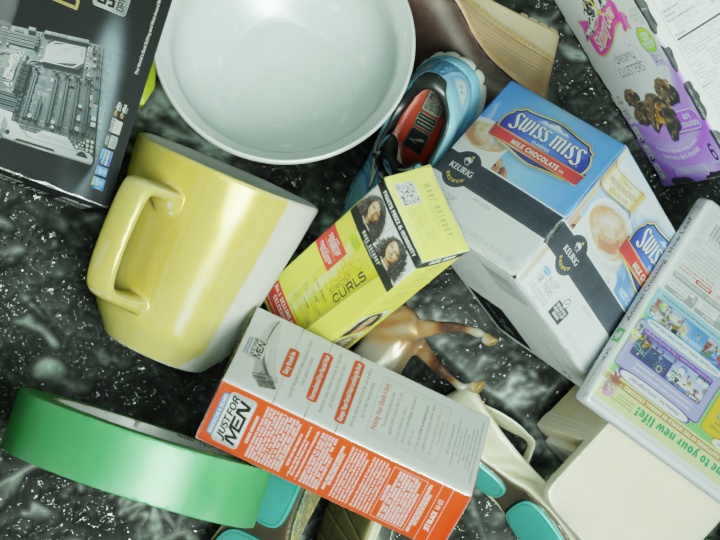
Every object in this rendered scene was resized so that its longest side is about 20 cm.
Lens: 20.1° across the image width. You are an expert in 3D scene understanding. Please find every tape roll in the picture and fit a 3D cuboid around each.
[{"bbox_3d":[-0.167,0.140,1.519,0.199,0.200,0.048,18,86,-9],"label":"tape roll"}]

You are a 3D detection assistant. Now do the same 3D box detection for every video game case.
[{"bbox_3d":[0.286,0.074,1.565,0.200,0.022,0.183,36,83,-22],"label":"video game case"}]

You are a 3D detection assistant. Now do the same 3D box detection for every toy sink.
[{"bbox_3d":[0.229,0.142,1.626,0.200,0.112,0.130,-47,106,-10],"label":"toy sink"}]

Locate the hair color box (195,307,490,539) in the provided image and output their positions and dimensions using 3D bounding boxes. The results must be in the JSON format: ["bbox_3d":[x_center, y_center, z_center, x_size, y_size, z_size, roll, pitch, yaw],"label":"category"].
[{"bbox_3d":[-0.011,0.117,1.509,0.199,0.111,0.064,27,120,-2],"label":"hair color box"}]

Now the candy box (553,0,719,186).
[{"bbox_3d":[0.244,-0.173,1.606,0.071,0.168,0.201,-32,95,-10],"label":"candy box"}]

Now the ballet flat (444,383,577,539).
[{"bbox_3d":[0.133,0.171,1.645,0.069,0.069,0.200,-44,96,-7],"label":"ballet flat"}]

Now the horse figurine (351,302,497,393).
[{"bbox_3d":[0.024,0.090,1.614,0.132,0.050,0.201,31,96,25],"label":"horse figurine"}]

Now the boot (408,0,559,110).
[{"bbox_3d":[0.046,-0.152,1.622,0.199,0.072,0.167,25,93,-1],"label":"boot"}]

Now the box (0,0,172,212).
[{"bbox_3d":[-0.231,-0.162,1.471,0.157,0.050,0.201,21,78,-23],"label":"box"}]

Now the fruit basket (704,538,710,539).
[{"bbox_3d":[0.322,0.327,1.661,0.185,0.094,0.200,-45,100,-7],"label":"fruit basket"}]

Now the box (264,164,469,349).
[{"bbox_3d":[0.000,0.000,1.536,0.050,0.200,0.076,-15,75,-37],"label":"box"}]

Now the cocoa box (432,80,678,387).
[{"bbox_3d":[0.152,-0.022,1.563,0.131,0.133,0.200,-48,139,-7],"label":"cocoa box"}]

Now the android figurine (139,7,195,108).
[{"bbox_3d":[-0.220,-0.197,1.592,0.181,0.041,0.201,4,88,-10],"label":"android figurine"}]

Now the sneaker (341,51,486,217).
[{"bbox_3d":[0.026,-0.075,1.572,0.078,0.090,0.201,24,106,13],"label":"sneaker"}]

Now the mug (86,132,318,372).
[{"bbox_3d":[-0.144,-0.013,1.551,0.186,0.149,0.154,20,96,-35],"label":"mug"}]

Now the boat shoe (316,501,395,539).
[{"bbox_3d":[0.000,0.242,1.603,0.066,0.072,0.202,9,112,-27],"label":"boat shoe"}]

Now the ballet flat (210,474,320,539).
[{"bbox_3d":[-0.073,0.204,1.602,0.070,0.071,0.201,24,98,-9],"label":"ballet flat"}]

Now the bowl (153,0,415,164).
[{"bbox_3d":[-0.061,-0.166,1.575,0.200,0.090,0.202,1,77,-6],"label":"bowl"}]
